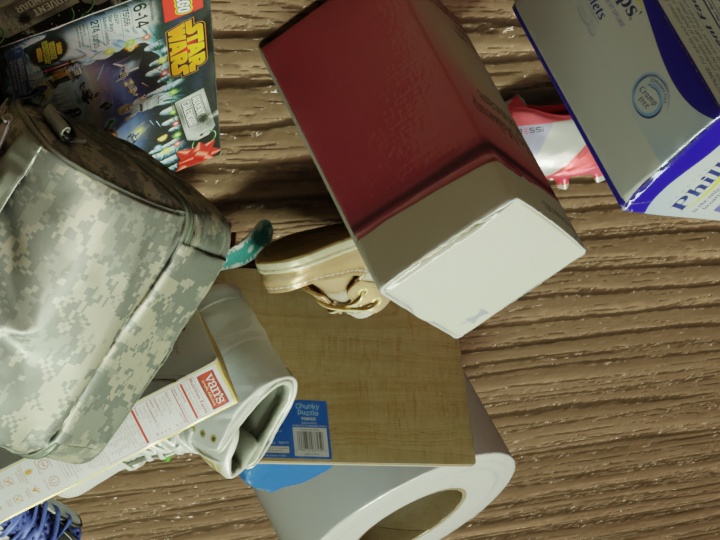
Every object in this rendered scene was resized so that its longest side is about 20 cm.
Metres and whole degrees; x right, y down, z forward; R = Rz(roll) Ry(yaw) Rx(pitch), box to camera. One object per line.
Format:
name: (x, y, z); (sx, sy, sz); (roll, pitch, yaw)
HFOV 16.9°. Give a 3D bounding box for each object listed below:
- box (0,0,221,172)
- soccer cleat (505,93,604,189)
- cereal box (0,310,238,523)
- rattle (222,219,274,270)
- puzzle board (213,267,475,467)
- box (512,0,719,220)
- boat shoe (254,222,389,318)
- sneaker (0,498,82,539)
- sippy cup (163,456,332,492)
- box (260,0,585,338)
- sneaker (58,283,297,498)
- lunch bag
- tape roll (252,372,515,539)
box: (-0.158, -0.115, 1.495); (0.137, 0.040, 0.200); (-23, 153, -13)
soccer cleat: (0.091, -0.089, 1.764); (0.199, 0.067, 0.077); (-11, 105, -10)
cereal box: (-0.183, 0.098, 1.603); (0.199, 0.040, 0.144); (-27, -164, -4)
rattle: (-0.131, 0.024, 1.646); (0.130, 0.143, 0.200); (-27, 158, 18)
puzzle board: (-0.017, 0.073, 1.787); (0.199, 0.151, 0.017); (2, 156, -22)
box: (0.232, -0.137, 1.662); (0.200, 0.184, 0.105); (4, 141, -46)
boat shoe: (0.000, 0.000, 1.748); (0.074, 0.069, 0.200); (-1, -171, 38)
sneaker: (-0.257, 0.172, 1.772); (0.081, 0.115, 0.199); (-60, -179, -17)
sippy cup: (-0.069, 0.090, 1.835); (0.178, 0.131, 0.140); (-37, 153, 17)
box: (0.040, -0.077, 1.567); (0.109, 0.200, 0.128); (-34, 153, 14)
sneaker: (-0.136, 0.114, 1.700); (0.200, 0.116, 0.074); (-43, 146, 8)
lunch bag: (-0.194, 0.002, 1.422); (0.200, 0.139, 0.168); (-55, 156, 8)
tape roll: (0.008, 0.148, 1.980); (0.202, 0.139, 0.203); (-24, 158, -11)
